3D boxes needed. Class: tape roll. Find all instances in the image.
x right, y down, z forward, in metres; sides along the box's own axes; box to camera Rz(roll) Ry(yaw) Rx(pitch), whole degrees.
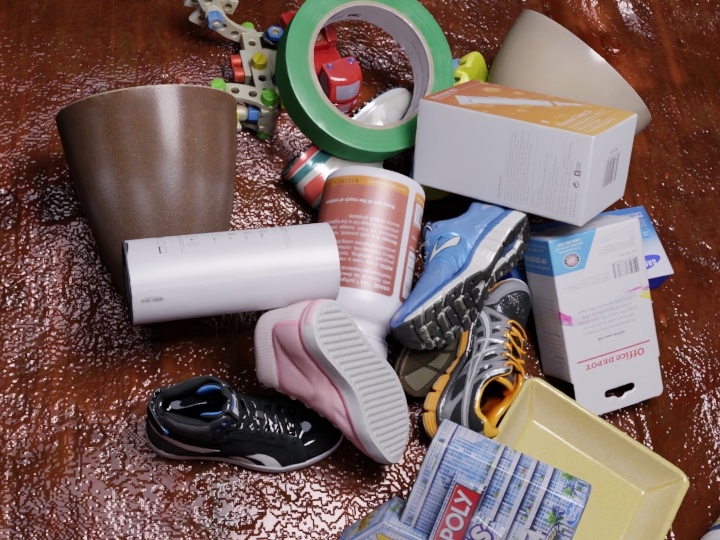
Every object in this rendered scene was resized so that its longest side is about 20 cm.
[{"bbox_3d":[0.005,-0.224,1.142,0.200,0.048,0.201,3,80,-19],"label":"tape roll"}]

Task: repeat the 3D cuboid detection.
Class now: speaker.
[{"bbox_3d":[-0.121,0.001,0.965,0.200,0.081,0.081,-6,64,-16],"label":"speaker"}]

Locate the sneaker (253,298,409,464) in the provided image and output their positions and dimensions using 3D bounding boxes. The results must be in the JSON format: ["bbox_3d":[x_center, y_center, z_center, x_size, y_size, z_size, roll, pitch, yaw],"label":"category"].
[{"bbox_3d":[-0.032,0.109,0.990,0.200,0.105,0.075,59,43,-30],"label":"sneaker"}]

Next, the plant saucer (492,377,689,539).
[{"bbox_3d":[0.208,0.242,1.039,0.200,0.048,0.200,33,60,6],"label":"plant saucer"}]

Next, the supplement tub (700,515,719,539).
[{"bbox_3d":[0.450,0.263,1.026,0.144,0.144,0.200,44,63,12],"label":"supplement tub"}]

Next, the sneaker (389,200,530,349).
[{"bbox_3d":[0.091,0.001,1.053,0.089,0.079,0.200,26,57,32],"label":"sneaker"}]

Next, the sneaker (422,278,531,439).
[{"bbox_3d":[0.141,0.098,1.067,0.078,0.077,0.200,44,63,-36],"label":"sneaker"}]

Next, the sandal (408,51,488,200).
[{"bbox_3d":[0.092,-0.172,1.228,0.087,0.079,0.200,5,63,31],"label":"sandal"}]

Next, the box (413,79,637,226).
[{"bbox_3d":[0.174,-0.131,1.090,0.200,0.098,0.124,18,28,29],"label":"box"}]

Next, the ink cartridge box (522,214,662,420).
[{"bbox_3d":[0.254,0.049,1.111,0.115,0.068,0.200,-14,100,-18],"label":"ink cartridge box"}]

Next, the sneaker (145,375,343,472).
[{"bbox_3d":[-0.107,0.147,0.983,0.200,0.112,0.073,1,64,-12],"label":"sneaker"}]

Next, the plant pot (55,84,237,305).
[{"bbox_3d":[-0.206,-0.068,1.050,0.187,0.187,0.200,-8,84,-16],"label":"plant pot"}]

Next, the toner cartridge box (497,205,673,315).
[{"bbox_3d":[0.255,-0.012,1.186,0.200,0.043,0.095,-11,68,-18],"label":"toner cartridge box"}]

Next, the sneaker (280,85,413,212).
[{"bbox_3d":[0.003,-0.135,1.193,0.200,0.070,0.093,-40,94,-29],"label":"sneaker"}]

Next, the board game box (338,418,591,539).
[{"bbox_3d":[0.084,0.253,0.949,0.200,0.200,0.062,22,17,11],"label":"board game box"}]

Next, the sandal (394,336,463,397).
[{"bbox_3d":[0.084,0.052,1.103,0.082,0.055,0.200,46,55,-34],"label":"sandal"}]

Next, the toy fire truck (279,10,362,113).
[{"bbox_3d":[-0.051,-0.303,1.217,0.049,0.141,0.200,-19,68,-21],"label":"toy fire truck"}]

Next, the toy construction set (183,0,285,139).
[{"bbox_3d":[-0.145,-0.238,1.198,0.131,0.092,0.200,-7,75,-15],"label":"toy construction set"}]

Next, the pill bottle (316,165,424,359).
[{"bbox_3d":[0.000,0.000,1.075,0.112,0.112,0.200,12,74,-6],"label":"pill bottle"}]

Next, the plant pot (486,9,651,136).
[{"bbox_3d":[0.224,-0.191,1.211,0.200,0.200,0.134,42,96,11],"label":"plant pot"}]
